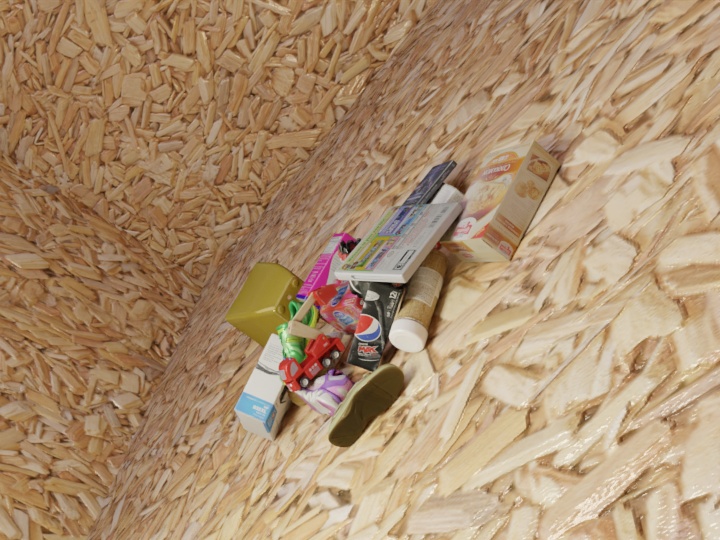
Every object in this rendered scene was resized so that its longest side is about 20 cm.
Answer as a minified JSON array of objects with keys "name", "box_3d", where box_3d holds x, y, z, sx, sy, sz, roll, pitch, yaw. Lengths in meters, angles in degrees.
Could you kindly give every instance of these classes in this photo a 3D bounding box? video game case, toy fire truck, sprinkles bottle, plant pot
[{"name":"video game case","box_3d":[0.068,-0.053,1.285,0.181,0.022,0.200,2,44,48]},{"name":"video game case","box_3d":[0.126,-0.158,1.558,0.201,0.019,0.143,-50,10,-6]},{"name":"toy fire truck","box_3d":[-0.106,0.138,1.460,0.199,0.142,0.049,-39,13,-26]},{"name":"sprinkles bottle","box_3d":[0.112,0.052,1.307,0.068,0.068,0.202,-34,28,50]},{"name":"plant pot","box_3d":[-0.212,0.098,1.916,0.199,0.194,0.197,-10,47,54]}]

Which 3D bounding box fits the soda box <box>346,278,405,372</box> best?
[{"name":"soda box","box_3d":[0.031,0.092,1.322,0.071,0.063,0.202,-64,-9,-57]}]

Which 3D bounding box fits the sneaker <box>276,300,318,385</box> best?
[{"name":"sneaker","box_3d":[-0.153,0.158,1.545,0.074,0.083,0.202,-40,32,51]}]

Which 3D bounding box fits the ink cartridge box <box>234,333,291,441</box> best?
[{"name":"ink cartridge box","box_3d":[-0.204,0.273,1.636,0.146,0.083,0.202,85,-154,-60]}]

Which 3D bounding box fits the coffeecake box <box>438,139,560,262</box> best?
[{"name":"coffeecake box","box_3d":[0.245,-0.118,1.249,0.202,0.073,0.153,-60,19,-11]}]

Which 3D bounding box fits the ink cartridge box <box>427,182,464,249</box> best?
[{"name":"ink cartridge box","box_3d":[0.147,-0.088,1.499,0.201,0.050,0.109,-56,18,5]}]

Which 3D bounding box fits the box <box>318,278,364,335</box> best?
[{"name":"box","box_3d":[-0.005,0.070,1.543,0.199,0.095,0.101,-20,39,62]}]

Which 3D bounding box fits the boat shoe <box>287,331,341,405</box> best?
[{"name":"boat shoe","box_3d":[-0.096,0.221,1.584,0.201,0.071,0.069,-56,-11,25]}]

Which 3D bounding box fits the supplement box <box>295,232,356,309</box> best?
[{"name":"supplement box","box_3d":[-0.065,0.013,1.796,0.201,0.101,0.103,-58,17,-9]}]

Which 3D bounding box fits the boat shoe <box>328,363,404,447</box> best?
[{"name":"boat shoe","box_3d":[0.006,0.234,1.266,0.202,0.072,0.063,-56,20,24]}]

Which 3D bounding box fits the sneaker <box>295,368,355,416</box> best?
[{"name":"sneaker","box_3d":[-0.071,0.246,1.451,0.089,0.080,0.199,-54,21,-19]}]

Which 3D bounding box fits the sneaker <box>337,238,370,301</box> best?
[{"name":"sneaker","box_3d":[0.000,0.000,1.415,0.201,0.070,0.099,-124,25,-64]}]
